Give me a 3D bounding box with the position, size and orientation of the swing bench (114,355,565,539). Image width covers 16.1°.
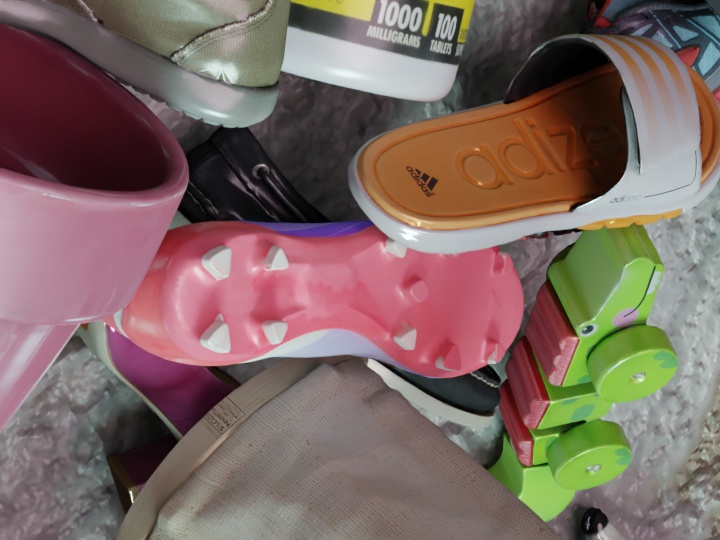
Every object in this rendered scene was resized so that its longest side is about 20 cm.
[{"bbox_3d":[0.003,0.172,1.023,0.129,0.199,0.201,-24,136,-32],"label":"swing bench"}]

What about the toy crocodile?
[{"bbox_3d":[0.092,0.044,1.132,0.061,0.068,0.201,-10,147,-18],"label":"toy crocodile"}]

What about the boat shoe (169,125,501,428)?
[{"bbox_3d":[-0.001,-0.001,1.094,0.199,0.075,0.066,34,96,-25],"label":"boat shoe"}]

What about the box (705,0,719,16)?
[{"bbox_3d":[0.185,-0.173,1.026,0.200,0.122,0.107,43,61,-25],"label":"box"}]

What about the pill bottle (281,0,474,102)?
[{"bbox_3d":[0.006,-0.177,1.024,0.112,0.112,0.202,8,99,-34],"label":"pill bottle"}]

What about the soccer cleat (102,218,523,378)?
[{"bbox_3d":[-0.017,0.008,1.018,0.199,0.076,0.067,0,96,-44],"label":"soccer cleat"}]

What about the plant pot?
[{"bbox_3d":[-0.186,0.000,0.919,0.199,0.200,0.180,14,111,-34],"label":"plant pot"}]

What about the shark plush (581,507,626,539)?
[{"bbox_3d":[0.133,0.194,1.265,0.083,0.091,0.200,-41,145,6],"label":"shark plush"}]

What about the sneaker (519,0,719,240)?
[{"bbox_3d":[0.114,-0.085,1.156,0.199,0.079,0.096,-34,105,-28],"label":"sneaker"}]

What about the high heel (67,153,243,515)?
[{"bbox_3d":[-0.068,0.024,1.057,0.095,0.067,0.201,-21,119,-15],"label":"high heel"}]

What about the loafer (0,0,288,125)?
[{"bbox_3d":[-0.112,-0.126,0.945,0.199,0.075,0.070,24,107,-12],"label":"loafer"}]

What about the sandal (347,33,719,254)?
[{"bbox_3d":[0.087,-0.057,1.034,0.206,0.079,0.059,-19,154,-40],"label":"sandal"}]
